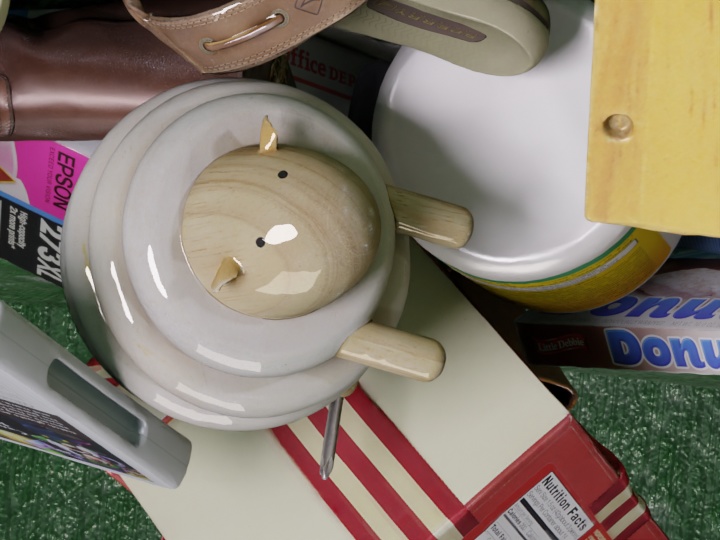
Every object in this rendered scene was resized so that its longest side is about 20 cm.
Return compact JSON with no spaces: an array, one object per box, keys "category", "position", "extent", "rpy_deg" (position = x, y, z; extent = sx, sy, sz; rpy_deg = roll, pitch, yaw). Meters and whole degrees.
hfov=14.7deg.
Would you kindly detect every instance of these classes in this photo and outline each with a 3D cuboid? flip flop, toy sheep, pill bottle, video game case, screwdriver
[{"category":"flip flop","position":[-0.030,-0.092,0.972],"extent":[0.199,0.058,0.081],"rpy_deg":[15,172,-18]},{"category":"toy sheep","position":[-0.043,-0.004,0.992],"extent":[0.137,0.139,0.200],"rpy_deg":[8,167,-19]},{"category":"pill bottle","position":[0.076,-0.042,1.122],"extent":[0.112,0.114,0.200],"rpy_deg":[5,175,12]},{"category":"video game case","position":[-0.178,0.022,0.983],"extent":[0.199,0.023,0.182],"rpy_deg":[14,166,21]},{"category":"screwdriver","position":[0.000,0.000,1.093],"extent":[0.028,0.201,0.029],"rpy_deg":[-7,145,19]}]

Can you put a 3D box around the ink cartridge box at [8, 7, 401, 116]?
[{"category":"ink cartridge box","position":[-0.065,-0.071,1.210],"extent":[0.199,0.068,0.116],"rpy_deg":[2,174,33]}]

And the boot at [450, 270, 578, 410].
[{"category":"boot","position":[0.071,0.001,1.387],"extent":[0.188,0.069,0.200],"rpy_deg":[21,-159,-29]}]

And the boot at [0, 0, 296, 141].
[{"category":"boot","position":[-0.123,-0.060,1.048],"extent":[0.199,0.065,0.187],"rpy_deg":[2,-148,2]}]

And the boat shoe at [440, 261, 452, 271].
[{"category":"boat shoe","position":[0.041,-0.045,1.317],"extent":[0.066,0.074,0.200],"rpy_deg":[26,-162,19]}]

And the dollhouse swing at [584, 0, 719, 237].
[{"category":"dollhouse swing","position":[0.175,-0.094,0.821],"extent":[0.199,0.183,0.176],"rpy_deg":[5,-143,8]}]

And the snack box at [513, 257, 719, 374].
[{"category":"snack box","position":[0.162,0.019,1.169],"extent":[0.199,0.024,0.072],"rpy_deg":[1,-155,45]}]

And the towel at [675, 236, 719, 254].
[{"category":"towel","position":[0.171,-0.039,1.255],"extent":[0.199,0.049,0.112],"rpy_deg":[8,-161,18]}]

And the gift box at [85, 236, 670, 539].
[{"category":"gift box","position":[-0.008,0.091,1.160],"extent":[0.187,0.200,0.185],"rpy_deg":[50,176,38]}]

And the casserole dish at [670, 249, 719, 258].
[{"category":"casserole dish","position":[0.195,-0.016,1.395],"extent":[0.121,0.039,0.200],"rpy_deg":[-35,-168,-28]}]

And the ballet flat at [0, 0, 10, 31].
[{"category":"ballet flat","position":[-0.168,-0.103,0.989],"extent":[0.069,0.070,0.199],"rpy_deg":[11,-176,-44]}]

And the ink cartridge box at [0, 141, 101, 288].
[{"category":"ink cartridge box","position":[-0.155,-0.050,1.171],"extent":[0.199,0.037,0.095],"rpy_deg":[23,142,8]}]
